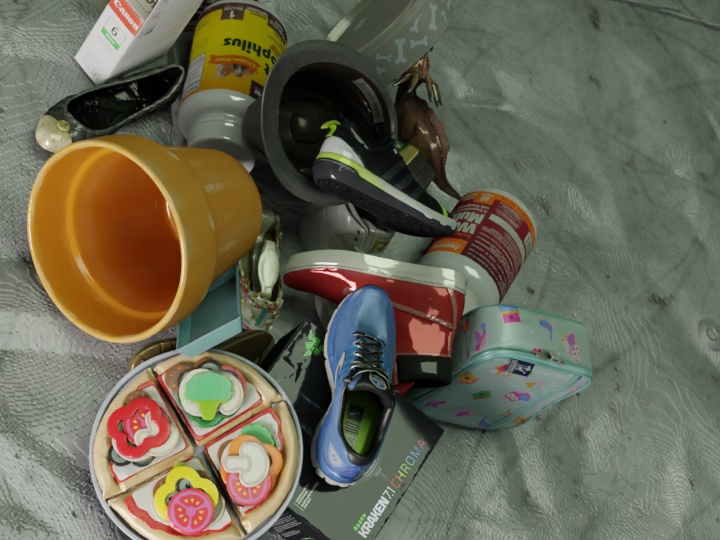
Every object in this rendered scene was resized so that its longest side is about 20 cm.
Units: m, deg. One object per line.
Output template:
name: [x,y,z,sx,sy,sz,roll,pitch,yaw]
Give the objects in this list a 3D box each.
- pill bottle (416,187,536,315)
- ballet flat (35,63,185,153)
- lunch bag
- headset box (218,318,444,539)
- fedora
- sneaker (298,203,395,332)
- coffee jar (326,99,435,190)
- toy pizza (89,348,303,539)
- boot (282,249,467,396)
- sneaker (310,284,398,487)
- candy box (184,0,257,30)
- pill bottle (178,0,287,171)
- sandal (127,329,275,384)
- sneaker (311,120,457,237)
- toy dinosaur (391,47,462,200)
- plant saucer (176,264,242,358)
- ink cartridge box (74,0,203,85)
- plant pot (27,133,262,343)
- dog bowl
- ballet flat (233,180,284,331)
pill bottle: [0.126,0.000,1.581,0.110,0.110,0.200,41,49,-6]
ballet flat: [-0.275,-0.183,1.463,0.066,0.057,0.200,51,49,4]
lunch bag: [0.155,0.112,1.475,0.160,0.200,0.077,18,58,-26]
headset box: [-0.049,0.173,1.356,0.200,0.093,0.174,40,62,-6]
fedora: [-0.055,-0.158,1.458,0.200,0.090,0.177,-5,94,-41]
sneaker: [0.000,0.000,1.497,0.074,0.116,0.200,-9,70,-38]
coffee jar: [-0.011,-0.147,1.581,0.200,0.104,0.085,45,35,-3]
toy pizza: [-0.153,0.166,1.249,0.200,0.032,0.201,2,70,-5]
boot: [0.005,0.060,1.416,0.200,0.072,0.145,9,76,8]
sneaker: [0.008,0.107,1.299,0.078,0.089,0.200,15,67,-20]
candy box: [-0.160,-0.348,1.539,0.117,0.200,0.057,-10,73,-37]
pill bottle: [-0.147,-0.206,1.525,0.109,0.109,0.200,20,54,-22]
sandal: [-0.167,0.096,1.367,0.200,0.054,0.080,-10,111,-52]
sneaker: [0.036,-0.100,1.430,0.200,0.072,0.083,28,71,-37]
toy dinosaur: [0.074,-0.174,1.632,0.086,0.136,0.200,-21,77,-39]
plant saucer: [-0.148,0.040,1.338,0.070,0.200,0.019,-28,105,1]
ink cartridge box: [-0.227,-0.288,1.460,0.050,0.200,0.109,50,49,2]
plant pot: [-0.201,-0.047,1.358,0.200,0.200,0.183,56,33,7]
dog bowl: [0.030,-0.290,1.640,0.059,0.200,0.200,47,47,-21]
ballet flat: [-0.111,-0.028,1.475,0.076,0.064,0.200,6,60,-28]
